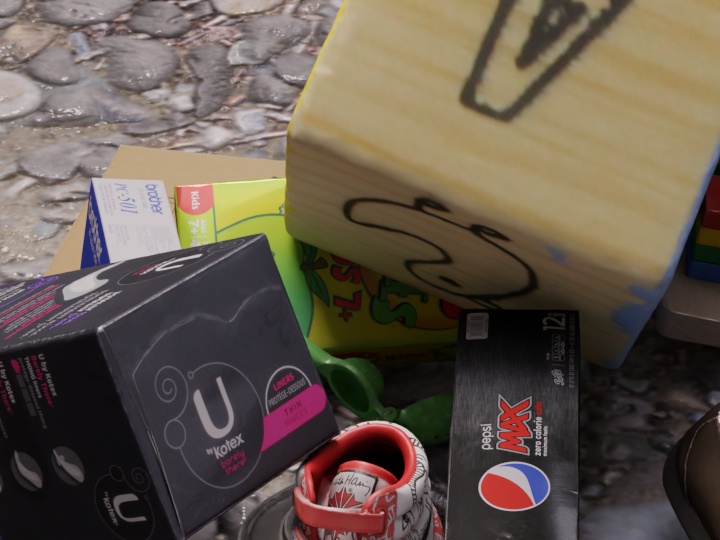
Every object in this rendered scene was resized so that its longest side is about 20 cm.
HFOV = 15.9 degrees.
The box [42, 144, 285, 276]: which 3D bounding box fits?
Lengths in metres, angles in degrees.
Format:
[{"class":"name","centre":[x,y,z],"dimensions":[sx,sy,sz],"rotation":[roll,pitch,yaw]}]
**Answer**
[{"class":"box","centre":[-0.071,-0.020,1.532],"dimensions":[0.199,0.021,0.164],"rotation":[5,33,11]}]

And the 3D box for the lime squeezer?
[{"class":"lime squeezer","centre":[0.018,0.052,1.363],"dimensions":[0.199,0.071,0.038],"rotation":[14,-11,-5]}]

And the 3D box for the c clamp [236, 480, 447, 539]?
[{"class":"c clamp","centre":[0.045,0.142,1.271],"dimensions":[0.200,0.027,0.171],"rotation":[27,47,35]}]

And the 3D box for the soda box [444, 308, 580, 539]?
[{"class":"soda box","centre":[0.074,0.105,1.235],"dimensions":[0.063,0.071,0.200],"rotation":[1,38,5]}]

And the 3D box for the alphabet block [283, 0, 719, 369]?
[{"class":"alphabet block","centre":[0.087,-0.090,1.327],"dimensions":[0.199,0.195,0.197],"rotation":[22,75,4]}]

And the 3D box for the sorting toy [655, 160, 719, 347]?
[{"class":"sorting toy","centre":[0.271,-0.035,1.452],"dimensions":[0.198,0.070,0.200],"rotation":[10,38,-1]}]

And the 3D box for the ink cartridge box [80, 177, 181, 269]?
[{"class":"ink cartridge box","centre":[-0.116,0.040,1.365],"dimensions":[0.044,0.094,0.200],"rotation":[2,31,-14]}]

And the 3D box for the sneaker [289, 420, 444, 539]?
[{"class":"sneaker","centre":[-0.019,0.157,1.150],"dimensions":[0.067,0.108,0.202],"rotation":[10,42,22]}]

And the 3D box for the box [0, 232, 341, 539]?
[{"class":"box","centre":[-0.130,0.063,1.193],"dimensions":[0.199,0.107,0.122],"rotation":[-11,15,42]}]

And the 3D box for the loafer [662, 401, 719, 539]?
[{"class":"loafer","centre":[0.203,0.136,1.202],"dimensions":[0.073,0.072,0.200],"rotation":[-16,49,-22]}]

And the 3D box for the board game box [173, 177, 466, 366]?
[{"class":"board game box","centre":[0.000,0.000,1.423],"dimensions":[0.199,0.048,0.102],"rotation":[-4,73,-5]}]
